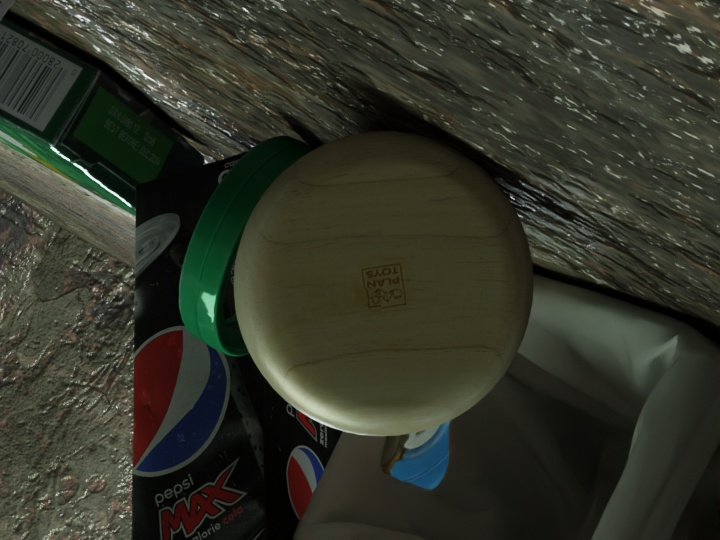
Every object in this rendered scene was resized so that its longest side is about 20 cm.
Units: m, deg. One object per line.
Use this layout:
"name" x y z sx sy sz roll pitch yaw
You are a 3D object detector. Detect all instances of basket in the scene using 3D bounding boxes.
"basket" 0.084 0.088 0.814 0.123 0.136 0.200 28 177 -25

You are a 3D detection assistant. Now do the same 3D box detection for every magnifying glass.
"magnifying glass" -0.018 -0.005 0.889 0.022 0.080 0.200 25 -175 20

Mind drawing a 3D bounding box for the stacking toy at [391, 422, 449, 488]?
"stacking toy" -0.034 0.015 1.079 0.200 0.116 0.110 41 180 33

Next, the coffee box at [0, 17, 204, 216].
"coffee box" -0.178 -0.094 1.063 0.199 0.044 0.123 28 175 25

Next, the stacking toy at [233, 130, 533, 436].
"stacking toy" 0.000 0.000 0.746 0.085 0.086 0.200 31 180 -5

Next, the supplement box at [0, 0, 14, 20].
"supplement box" -0.231 -0.110 0.816 0.200 0.109 0.061 32 176 -32

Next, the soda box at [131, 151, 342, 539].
"soda box" -0.047 0.058 0.926 0.063 0.201 0.071 -16 151 26
